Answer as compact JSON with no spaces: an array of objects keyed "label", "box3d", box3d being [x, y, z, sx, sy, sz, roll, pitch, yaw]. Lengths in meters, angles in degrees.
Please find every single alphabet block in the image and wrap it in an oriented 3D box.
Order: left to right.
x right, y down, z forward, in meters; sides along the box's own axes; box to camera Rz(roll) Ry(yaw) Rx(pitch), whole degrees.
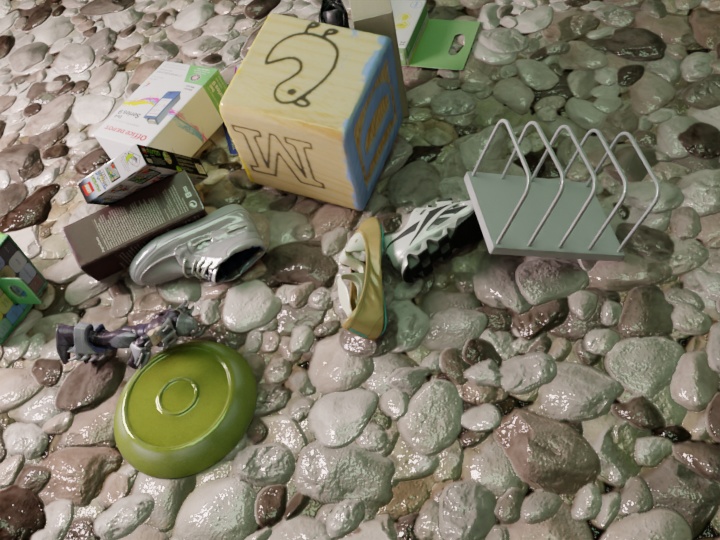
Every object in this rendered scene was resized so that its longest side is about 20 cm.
[{"label":"alphabet block","box3d":[-0.065,-0.235,1.161,0.198,0.197,0.197,15,63,16]}]

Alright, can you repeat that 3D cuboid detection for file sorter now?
[{"label":"file sorter","box3d":[0.261,-0.109,1.011,0.197,0.125,0.140,2,49,-17]}]

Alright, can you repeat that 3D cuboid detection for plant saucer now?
[{"label":"plant saucer","box3d":[-0.235,0.171,1.015,0.197,0.031,0.202,-6,51,8]}]

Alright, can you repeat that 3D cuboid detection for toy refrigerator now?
[{"label":"toy refrigerator","box3d":[0.028,-0.342,1.243,0.069,0.201,0.077,-12,51,4]}]

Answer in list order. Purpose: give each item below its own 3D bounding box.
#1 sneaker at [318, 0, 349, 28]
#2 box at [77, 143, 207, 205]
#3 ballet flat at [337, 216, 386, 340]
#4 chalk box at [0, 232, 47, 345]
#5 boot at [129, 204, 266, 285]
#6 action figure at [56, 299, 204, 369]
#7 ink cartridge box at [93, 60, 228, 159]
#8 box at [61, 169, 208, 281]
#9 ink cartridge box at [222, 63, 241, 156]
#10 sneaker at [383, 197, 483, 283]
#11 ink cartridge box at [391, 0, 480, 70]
[{"label":"sneaker","box3d":[-0.047,-0.419,1.382,0.059,0.105,0.202,-8,51,6]},{"label":"box","box3d":[-0.320,-0.136,1.160,0.109,0.200,0.035,-29,85,12]},{"label":"ballet flat","box3d":[0.000,0.000,1.062,0.062,0.069,0.202,13,49,-20]},{"label":"chalk box","box3d":[-0.566,0.020,1.148,0.198,0.125,0.125,13,56,23]},{"label":"boot","box3d":[-0.238,-0.016,1.134,0.199,0.074,0.096,-31,55,-7]},{"label":"action figure","box3d":[-0.302,0.089,1.048,0.197,0.070,0.130,-8,8,11]},{"label":"ink cartridge box","box3d":[-0.330,-0.256,1.320,0.144,0.088,0.201,18,62,35]},{"label":"box","box3d":[-0.332,-0.066,1.166,0.198,0.100,0.075,-28,82,-10]},{"label":"ink cartridge box","box3d":[-0.156,-0.307,1.362,0.198,0.044,0.198,-19,51,-4]},{"label":"sneaker","box3d":[0.119,-0.072,1.093,0.199,0.074,0.089,-30,54,-12]},{"label":"ink cartridge box","box3d":[0.102,-0.426,1.392,0.198,0.048,0.147,7,54,21]}]
